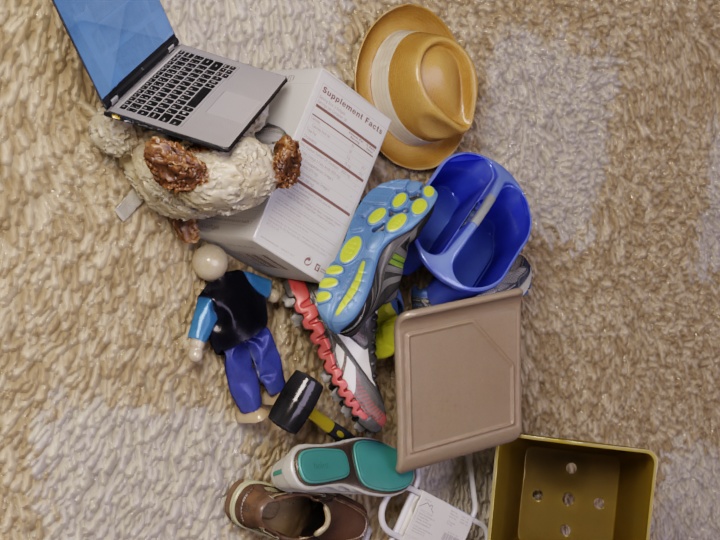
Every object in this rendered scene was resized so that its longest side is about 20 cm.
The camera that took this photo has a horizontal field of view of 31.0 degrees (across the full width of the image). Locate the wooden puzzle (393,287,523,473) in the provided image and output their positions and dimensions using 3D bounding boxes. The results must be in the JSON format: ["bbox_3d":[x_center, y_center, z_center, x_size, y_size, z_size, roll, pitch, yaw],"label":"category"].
[{"bbox_3d":[0.114,0.127,1.530,0.183,0.037,0.203,-10,110,-32],"label":"wooden puzzle"}]

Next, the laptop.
[{"bbox_3d":[-0.182,-0.228,1.264,0.188,0.197,0.117,-62,168,-57],"label":"laptop"}]

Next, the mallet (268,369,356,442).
[{"bbox_3d":[-0.045,0.185,1.489,0.066,0.041,0.200,-54,145,-15],"label":"mallet"}]

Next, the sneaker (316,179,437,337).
[{"bbox_3d":[0.017,-0.016,1.406,0.201,0.070,0.083,-58,157,-20],"label":"sneaker"}]

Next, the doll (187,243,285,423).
[{"bbox_3d":[-0.137,0.066,1.420,0.136,0.048,0.202,-32,114,-37],"label":"doll"}]

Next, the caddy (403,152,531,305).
[{"bbox_3d":[0.122,-0.051,1.549,0.141,0.105,0.201,41,52,-6],"label":"caddy"}]

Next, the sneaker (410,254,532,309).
[{"bbox_3d":[0.141,0.015,1.634,0.199,0.077,0.086,-30,108,-35],"label":"sneaker"}]

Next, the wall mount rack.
[{"bbox_3d":[0.086,0.285,1.619,0.199,0.074,0.176,33,77,-37],"label":"wall mount rack"}]

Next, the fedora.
[{"bbox_3d":[0.083,-0.219,1.555,0.199,0.081,0.204,-5,98,-39],"label":"fedora"}]

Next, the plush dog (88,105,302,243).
[{"bbox_3d":[-0.154,-0.100,1.298,0.198,0.171,0.163,-10,102,-31],"label":"plush dog"}]

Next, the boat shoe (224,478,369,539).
[{"bbox_3d":[-0.059,0.288,1.490,0.201,0.074,0.076,15,85,-40],"label":"boat shoe"}]

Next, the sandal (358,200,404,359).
[{"bbox_3d":[0.000,0.000,1.524,0.087,0.078,0.203,-45,120,-69],"label":"sandal"}]

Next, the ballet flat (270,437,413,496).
[{"bbox_3d":[-0.024,0.229,1.494,0.199,0.069,0.070,10,88,-46],"label":"ballet flat"}]

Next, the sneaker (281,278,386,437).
[{"bbox_3d":[-0.009,0.084,1.455,0.097,0.071,0.202,-27,93,-3],"label":"sneaker"}]

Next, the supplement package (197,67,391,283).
[{"bbox_3d":[-0.073,-0.103,1.414,0.117,0.116,0.202,31,74,-37],"label":"supplement package"}]

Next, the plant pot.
[{"bbox_3d":[0.269,0.309,1.678,0.176,0.197,0.203,-4,100,-81],"label":"plant pot"}]
